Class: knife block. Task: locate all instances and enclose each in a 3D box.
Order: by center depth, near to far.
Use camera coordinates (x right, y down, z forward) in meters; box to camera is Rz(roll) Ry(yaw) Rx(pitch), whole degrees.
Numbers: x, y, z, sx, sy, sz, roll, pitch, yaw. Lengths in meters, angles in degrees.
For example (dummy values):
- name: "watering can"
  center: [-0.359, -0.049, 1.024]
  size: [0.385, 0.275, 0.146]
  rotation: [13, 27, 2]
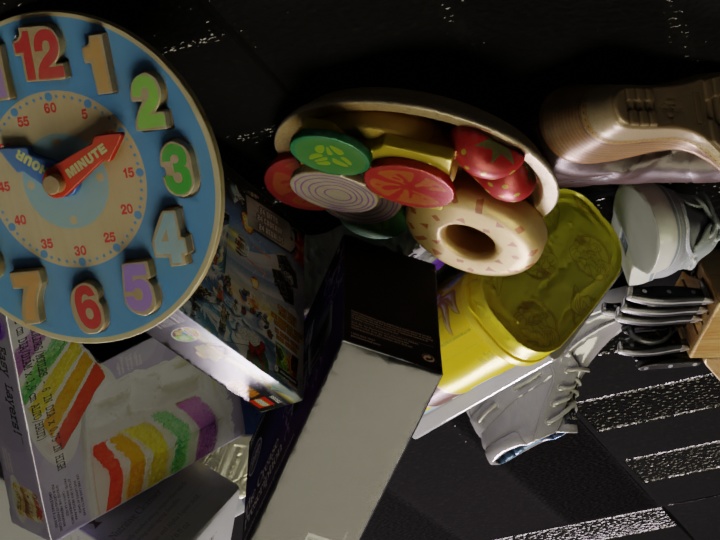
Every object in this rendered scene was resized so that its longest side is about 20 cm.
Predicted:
- name: "knife block"
  center: [0.305, 0.019, 1.586]
  size: [0.200, 0.064, 0.176]
  rotation: [-30, 138, 15]

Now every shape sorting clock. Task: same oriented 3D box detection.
- name: "shape sorting clock"
  center: [-0.173, -0.053, 1.126]
  size: [0.200, 0.200, 0.039]
  rotation: [-17, -175, 24]

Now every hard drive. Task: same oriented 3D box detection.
- name: "hard drive"
  center: [0.124, 0.061, 1.589]
  size: [0.027, 0.132, 0.200]
  rotation: [46, 141, -7]

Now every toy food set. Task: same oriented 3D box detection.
- name: "toy food set"
  center: [0.033, -0.060, 1.277]
  size: [0.197, 0.049, 0.200]
  rotation: [12, 160, 3]

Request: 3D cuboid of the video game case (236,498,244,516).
- name: "video game case"
  center: [-0.035, 0.149, 1.665]
  size: [0.200, 0.018, 0.143]
  rotation: [-32, -175, 38]

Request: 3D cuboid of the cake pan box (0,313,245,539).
- name: "cake pan box"
  center: [-0.172, 0.062, 1.339]
  size: [0.052, 0.200, 0.184]
  rotation: [19, -145, 41]

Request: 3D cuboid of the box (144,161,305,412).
- name: "box"
  center: [-0.105, -0.009, 1.262]
  size: [0.040, 0.137, 0.200]
  rotation: [-17, 145, 26]

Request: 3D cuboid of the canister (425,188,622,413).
- name: "canister"
  center: [0.091, 0.032, 1.476]
  size: [0.149, 0.087, 0.200]
  rotation: [-47, -172, -37]

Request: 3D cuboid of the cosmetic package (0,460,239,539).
- name: "cosmetic package"
  center: [-0.202, 0.167, 1.422]
  size: [0.200, 0.113, 0.081]
  rotation: [29, 134, 15]

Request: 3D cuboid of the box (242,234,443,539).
- name: "box"
  center: [-0.015, 0.099, 1.357]
  size: [0.079, 0.141, 0.200]
  rotation: [20, 119, -9]

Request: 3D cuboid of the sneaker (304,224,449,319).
- name: "sneaker"
  center: [0.000, 0.000, 1.454]
  size: [0.200, 0.070, 0.099]
  rotation: [-20, 157, 30]

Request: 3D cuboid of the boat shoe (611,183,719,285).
- name: "boat shoe"
  center: [0.232, -0.034, 1.435]
  size: [0.071, 0.070, 0.201]
  rotation: [-17, 172, 0]

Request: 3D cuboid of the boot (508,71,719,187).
- name: "boot"
  center: [0.182, -0.087, 1.327]
  size: [0.200, 0.073, 0.166]
  rotation: [7, 166, -35]

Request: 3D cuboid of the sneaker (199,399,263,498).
- name: "sneaker"
  center: [-0.091, 0.127, 1.520]
  size: [0.199, 0.077, 0.111]
  rotation: [-9, -163, 2]

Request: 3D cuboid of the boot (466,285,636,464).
- name: "boot"
  center: [0.178, 0.096, 1.679]
  size: [0.200, 0.096, 0.073]
  rotation: [-34, 157, 32]
